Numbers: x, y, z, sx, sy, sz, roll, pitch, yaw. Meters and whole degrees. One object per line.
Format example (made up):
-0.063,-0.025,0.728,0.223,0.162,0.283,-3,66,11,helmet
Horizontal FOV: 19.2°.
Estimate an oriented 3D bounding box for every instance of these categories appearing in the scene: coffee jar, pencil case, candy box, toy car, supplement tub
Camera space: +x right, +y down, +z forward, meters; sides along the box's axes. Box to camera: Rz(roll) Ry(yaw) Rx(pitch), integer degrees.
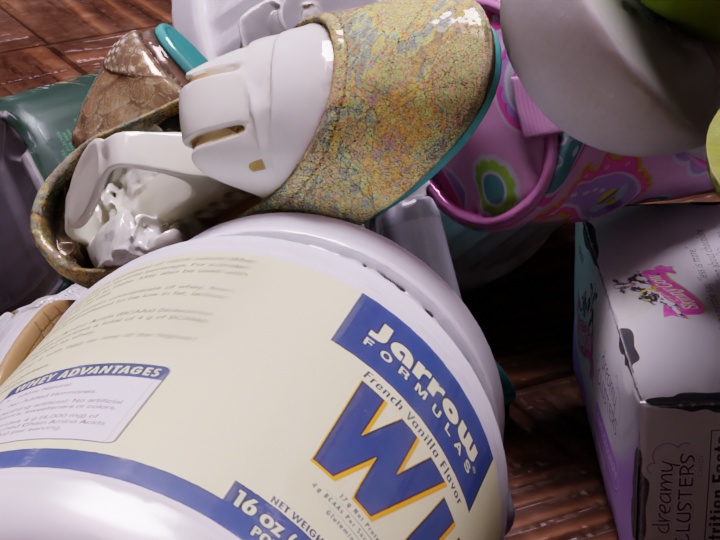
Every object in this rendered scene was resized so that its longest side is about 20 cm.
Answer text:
-0.076,-0.047,0.895,0.200,0.085,0.104,-23,-5,-39,coffee jar
0.106,-0.065,0.773,0.200,0.088,0.087,-9,23,-41,pencil case
0.179,0.037,0.729,0.199,0.072,0.168,-1,24,0,candy box
0.127,-0.127,0.626,0.175,0.150,0.200,-31,-15,27,toy car
-0.042,0.078,0.557,0.145,0.145,0.200,5,25,15,supplement tub

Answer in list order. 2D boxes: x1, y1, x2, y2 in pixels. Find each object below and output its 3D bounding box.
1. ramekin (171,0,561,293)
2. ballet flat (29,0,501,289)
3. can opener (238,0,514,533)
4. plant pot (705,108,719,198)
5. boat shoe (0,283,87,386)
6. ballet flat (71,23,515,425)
0.034,-0.099,0.862,0.200,0.200,0.105,-27,-4,-44,ramekin
-0.040,-0.036,0.657,0.071,0.071,0.200,-23,-1,-40,ballet flat
0.000,0.000,0.722,0.053,0.201,0.067,-10,-10,-19,can opener
0.182,0.062,0.523,0.200,0.193,0.200,-2,24,1,plant pot
-0.107,0.047,0.735,0.069,0.071,0.200,-24,7,13,boat shoe
-0.030,-0.002,0.787,0.200,0.065,0.071,47,11,6,ballet flat
